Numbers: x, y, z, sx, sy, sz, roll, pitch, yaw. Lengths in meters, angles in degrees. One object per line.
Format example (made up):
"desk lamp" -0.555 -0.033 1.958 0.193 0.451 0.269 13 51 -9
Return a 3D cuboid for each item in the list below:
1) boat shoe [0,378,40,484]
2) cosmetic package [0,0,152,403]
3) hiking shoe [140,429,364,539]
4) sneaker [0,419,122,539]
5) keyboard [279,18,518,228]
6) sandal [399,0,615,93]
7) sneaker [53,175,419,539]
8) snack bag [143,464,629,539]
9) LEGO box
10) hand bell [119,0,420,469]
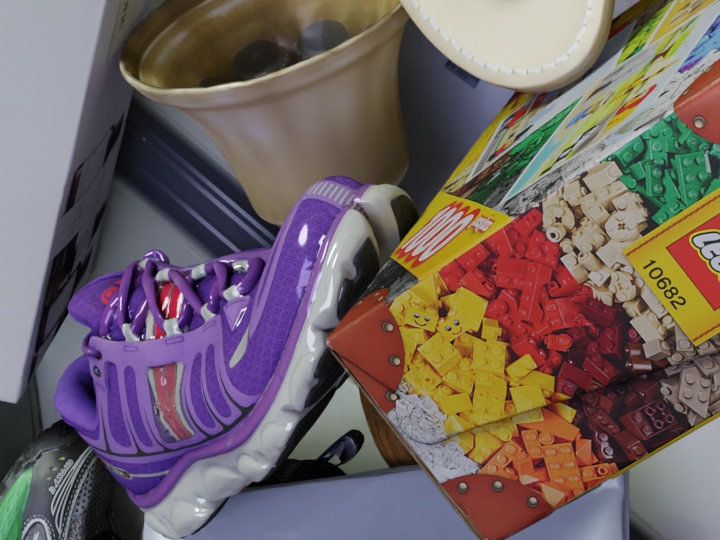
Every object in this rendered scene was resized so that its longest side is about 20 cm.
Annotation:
"boat shoe" -0.160 0.118 0.987 0.062 0.075 0.201 5 108 21
"cosmetic package" -0.107 -0.060 0.881 0.050 0.083 0.201 18 123 1
"hiking shoe" -0.006 0.160 0.931 0.100 0.076 0.201 -16 99 31
"sneaker" -0.091 0.146 0.969 0.085 0.078 0.201 3 117 23
"keyboard" 0.033 -0.079 0.872 0.056 0.011 0.200 34 118 4
"sandal" 0.013 -0.155 0.771 0.077 0.070 0.213 -22 72 27
"sneaker" -0.050 0.024 0.822 0.083 0.081 0.200 39 143 -5
"snack bag" 0.004 0.156 0.856 0.188 0.021 0.201 -10 64 20
"LEGO box" 0.095 -0.027 0.749 0.149 0.200 0.077 -34 99 29
"hand bell" 0.000 0.000 0.873 0.104 0.104 0.201 -5 120 25
